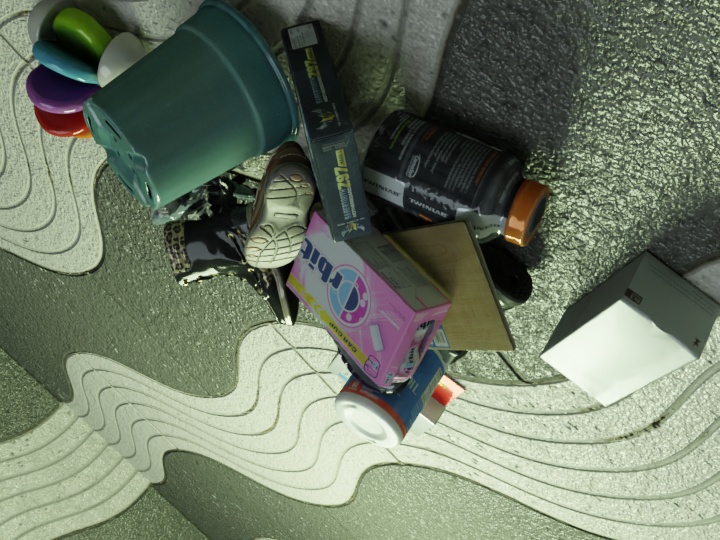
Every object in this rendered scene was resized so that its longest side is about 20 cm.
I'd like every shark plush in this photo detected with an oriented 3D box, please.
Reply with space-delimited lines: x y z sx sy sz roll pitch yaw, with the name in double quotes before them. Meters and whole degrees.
"shark plush" -0.230 -0.110 1.461 0.198 0.084 0.091 3 172 20

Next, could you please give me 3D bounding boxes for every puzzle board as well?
"puzzle board" 0.092 0.020 1.116 0.199 0.017 0.152 -6 109 61

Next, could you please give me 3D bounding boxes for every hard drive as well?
"hard drive" 0.076 0.025 1.248 0.201 0.033 0.140 59 176 9

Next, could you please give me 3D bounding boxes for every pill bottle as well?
"pill bottle" 0.108 -0.097 1.089 0.199 0.106 0.107 25 149 20
"pill bottle" 0.058 0.141 1.387 0.112 0.201 0.113 26 149 17

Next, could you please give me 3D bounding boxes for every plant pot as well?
"plant pot" -0.208 -0.186 1.162 0.200 0.196 0.201 44 158 22

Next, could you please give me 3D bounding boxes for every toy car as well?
"toy car" -0.394 -0.263 1.347 0.174 0.150 0.201 31 150 11

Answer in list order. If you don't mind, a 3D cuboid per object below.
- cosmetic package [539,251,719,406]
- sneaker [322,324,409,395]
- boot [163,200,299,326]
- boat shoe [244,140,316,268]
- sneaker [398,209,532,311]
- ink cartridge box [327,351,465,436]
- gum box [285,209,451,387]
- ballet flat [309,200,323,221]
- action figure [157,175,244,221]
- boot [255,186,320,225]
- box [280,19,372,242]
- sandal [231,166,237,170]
"cosmetic package" 0.311 0.074 1.144 0.113 0.081 0.200 37 150 -2
"sneaker" -0.015 0.085 1.302 0.200 0.074 0.088 47 -177 30
"boot" -0.172 -0.002 1.335 0.149 0.074 0.201 -7 130 13
"boat shoe" -0.098 -0.078 1.200 0.075 0.072 0.200 9 141 -18
"sneaker" 0.112 -0.010 1.240 0.199 0.077 0.114 37 145 -10
"ink cartridge box" 0.054 0.180 1.606 0.199 0.045 0.176 36 152 0
"gum box" 0.009 0.030 1.143 0.200 0.066 0.114 45 128 30
"ballet flat" 0.000 0.000 1.259 0.067 0.075 0.201 -27 113 16
"action figure" -0.242 -0.104 1.368 0.199 0.102 0.119 31 164 19
"boot" -0.074 -0.033 1.404 0.210 0.080 0.158 37 151 -1
"box" -0.039 -0.157 1.094 0.051 0.201 0.158 -14 140 -1
"sandal" -0.221 -0.188 1.371 0.080 0.058 0.200 44 166 -31
